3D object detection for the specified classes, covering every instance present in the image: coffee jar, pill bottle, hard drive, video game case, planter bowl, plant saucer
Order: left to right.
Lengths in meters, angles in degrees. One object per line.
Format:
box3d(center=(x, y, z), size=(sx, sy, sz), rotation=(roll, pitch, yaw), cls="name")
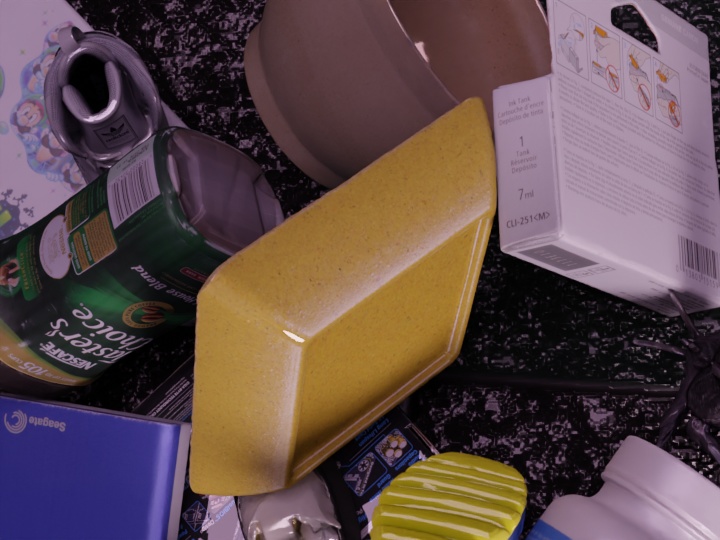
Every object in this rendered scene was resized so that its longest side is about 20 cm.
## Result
box3d(center=(-0.238, -0.093, 1.167), size=(0.182, 0.024, 0.200), rotation=(-44, 73, -2), cls="video game case")
box3d(center=(-0.174, 0.182, 1.038), size=(0.131, 0.025, 0.201), rotation=(7, 89, 24), cls="hard drive")
box3d(center=(-0.146, 0.002, 1.010), size=(0.199, 0.104, 0.086), rotation=(-29, 59, 29), cls="coffee jar")
box3d(center=(0.000, 0.029, 0.943), size=(0.200, 0.201, 0.048), rotation=(-36, 64, -29), cls="plant saucer")
box3d(center=(0.016, -0.128, 1.056), size=(0.134, 0.200, 0.201), rotation=(-30, 69, 30), cls="planter bowl")
box3d(center=(0.127, 0.196, 0.974), size=(0.112, 0.112, 0.200), rotation=(33, 84, 17), cls="pill bottle")

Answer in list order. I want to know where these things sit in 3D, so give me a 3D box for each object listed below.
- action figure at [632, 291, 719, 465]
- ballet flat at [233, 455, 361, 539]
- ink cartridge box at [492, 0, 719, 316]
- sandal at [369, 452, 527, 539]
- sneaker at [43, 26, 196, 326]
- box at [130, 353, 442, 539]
box3d(center=(0.247, 0.092, 0.987), size=(0.200, 0.102, 0.119), rotation=(41, 92, 27), cls="action figure")
box3d(center=(-0.029, 0.166, 0.986), size=(0.068, 0.068, 0.201), rotation=(-21, 72, 4), cls="ballet flat")
box3d(center=(0.144, -0.078, 1.001), size=(0.043, 0.200, 0.175), rotation=(-14, 70, 35), cls="ink cartridge box")
box3d(center=(0.033, 0.179, 0.949), size=(0.079, 0.087, 0.200), rotation=(16, 42, 22), cls="sandal")
box3d(center=(-0.141, -0.059, 1.074), size=(0.075, 0.115, 0.201), rotation=(-23, 89, -2), cls="sneaker")
box3d(center=(-0.055, 0.142, 1.057), size=(0.200, 0.050, 0.199), rotation=(-43, 73, -3), cls="box")
